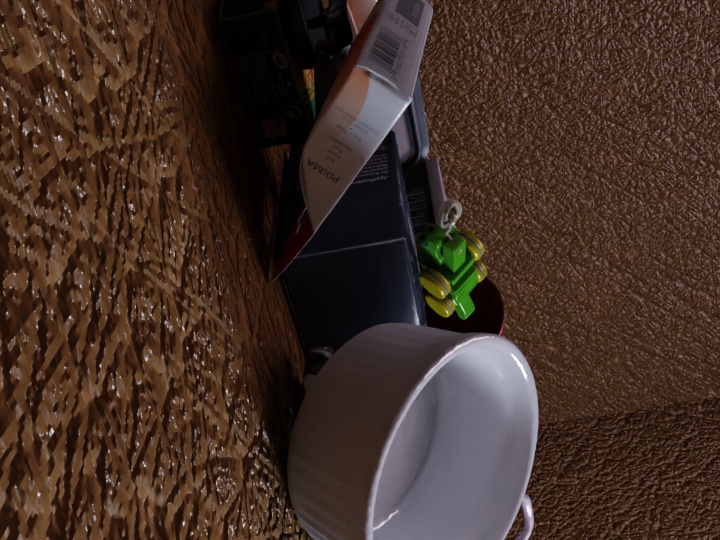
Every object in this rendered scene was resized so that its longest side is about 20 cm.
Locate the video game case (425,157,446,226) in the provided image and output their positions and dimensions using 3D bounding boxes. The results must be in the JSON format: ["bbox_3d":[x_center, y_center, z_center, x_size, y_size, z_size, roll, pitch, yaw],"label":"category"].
[{"bbox_3d":[0.116,-0.029,0.987,0.200,0.017,0.144,67,14,-55],"label":"video game case"}]

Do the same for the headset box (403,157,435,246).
[{"bbox_3d":[0.034,-0.077,1.065,0.075,0.147,0.202,40,41,-79],"label":"headset box"}]

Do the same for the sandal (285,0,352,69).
[{"bbox_3d":[-0.031,-0.210,0.625,0.201,0.048,0.076,-83,162,-72],"label":"sandal"}]

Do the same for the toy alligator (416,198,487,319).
[{"bbox_3d":[0.072,-0.016,0.675,0.054,0.059,0.200,37,-15,28],"label":"toy alligator"}]

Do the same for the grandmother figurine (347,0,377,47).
[{"bbox_3d":[-0.019,-0.273,0.687,0.061,0.121,0.200,-54,133,-21],"label":"grandmother figurine"}]

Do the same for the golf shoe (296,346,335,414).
[{"bbox_3d":[-0.014,0.155,0.648,0.088,0.077,0.201,-68,149,-42],"label":"golf shoe"}]

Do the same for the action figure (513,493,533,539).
[{"bbox_3d":[0.055,0.281,0.654,0.200,0.148,0.135,-54,134,-35],"label":"action figure"}]

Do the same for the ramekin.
[{"bbox_3d":[0.039,0.135,0.564,0.200,0.097,0.202,-14,110,-44],"label":"ramekin"}]

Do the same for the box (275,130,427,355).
[{"bbox_3d":[0.000,0.000,0.755,0.201,0.116,0.198,-91,169,-53],"label":"box"}]

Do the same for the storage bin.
[{"bbox_3d":[-0.023,-0.191,0.866,0.134,0.145,0.201,-44,129,-50],"label":"storage bin"}]

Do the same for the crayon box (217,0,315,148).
[{"bbox_3d":[-0.079,-0.223,0.676,0.127,0.050,0.201,74,8,-47],"label":"crayon box"}]

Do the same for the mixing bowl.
[{"bbox_3d":[0.077,0.099,0.857,0.201,0.199,0.109,-93,162,-51],"label":"mixing bowl"}]

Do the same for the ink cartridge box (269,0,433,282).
[{"bbox_3d":[-0.022,-0.109,0.590,0.050,0.200,0.163,32,38,-14],"label":"ink cartridge box"}]
